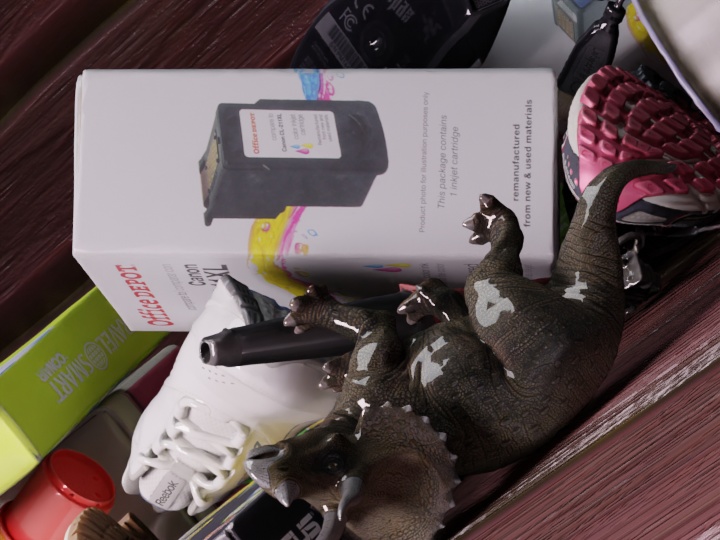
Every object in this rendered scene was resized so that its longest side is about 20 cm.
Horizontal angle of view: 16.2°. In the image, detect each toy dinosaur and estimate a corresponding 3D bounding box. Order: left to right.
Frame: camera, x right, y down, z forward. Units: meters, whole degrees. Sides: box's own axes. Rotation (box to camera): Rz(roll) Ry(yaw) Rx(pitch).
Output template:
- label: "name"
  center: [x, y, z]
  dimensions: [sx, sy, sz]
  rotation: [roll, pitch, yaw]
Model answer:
- label: "toy dinosaur"
  center: [0.040, 0.035, 0.885]
  dimensions: [0.199, 0.102, 0.077]
  rotation: [-28, -38, -18]

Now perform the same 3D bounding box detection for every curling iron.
- label: "curling iron"
  center: [0.030, 0.013, 0.969]
  dimensions: [0.199, 0.026, 0.050]
  rotation: [-8, -21, -25]

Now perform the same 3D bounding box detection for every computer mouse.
- label: "computer mouse"
  center: [0.054, -0.106, 1.137]
  dimensions: [0.046, 0.141, 0.200]
  rotation: [-9, -39, -48]

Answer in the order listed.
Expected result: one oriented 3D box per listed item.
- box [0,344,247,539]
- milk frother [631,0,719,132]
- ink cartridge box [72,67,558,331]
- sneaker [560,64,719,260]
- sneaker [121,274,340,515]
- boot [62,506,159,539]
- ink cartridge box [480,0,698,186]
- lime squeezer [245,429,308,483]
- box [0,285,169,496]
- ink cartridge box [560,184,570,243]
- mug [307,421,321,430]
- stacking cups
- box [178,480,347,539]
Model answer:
- label: "box"
  center: [-0.130, 0.132, 1.350]
  dimensions: [0.128, 0.109, 0.200]
  rotation: [-39, 2, 10]
- label: "milk frother"
  center: [0.157, -0.140, 0.783]
  dimensions: [0.188, 0.200, 0.181]
  rotation: [-39, 6, 21]
- label: "ink cartridge box"
  center: [-0.014, -0.026, 1.086]
  dimensions: [0.199, 0.083, 0.146]
  rotation: [0, -14, 5]
- label: "sneaker"
  center: [0.119, -0.035, 1.070]
  dimensions: [0.075, 0.081, 0.200]
  rotation: [-54, -9, 11]
- label: "sneaker"
  center: [-0.053, 0.061, 1.043]
  dimensions: [0.087, 0.074, 0.200]
  rotation: [-54, -1, -16]
- label: "boot"
  center: [-0.124, 0.165, 1.126]
  dimensions: [0.107, 0.075, 0.200]
  rotation: [-42, -6, -5]
- label: "ink cartridge box"
  center: [0.158, -0.124, 1.205]
  dimensions: [0.200, 0.088, 0.145]
  rotation: [-37, -33, 13]
- label: "lime squeezer"
  center: [-0.045, 0.103, 1.198]
  dimensions: [0.070, 0.038, 0.200]
  rotation: [-12, 11, 2]
- label: "box"
  center: [-0.174, 0.075, 1.203]
  dimensions: [0.122, 0.048, 0.200]
  rotation: [-38, 5, 26]
- label: "ink cartridge box"
  center: [0.112, -0.050, 1.434]
  dimensions: [0.148, 0.076, 0.200]
  rotation: [-39, 3, 16]
- label: "mug"
  center: [0.001, -0.001, 1.270]
  dimensions: [0.186, 0.153, 0.149]
  rotation: [-37, 2, 39]
- label: "stacking cups"
  center: [-0.189, 0.170, 1.227]
  dimensions: [0.200, 0.060, 0.061]
  rotation: [-56, -5, 23]
- label: "box"
  center: [-0.045, 0.115, 0.963]
  dimensions: [0.161, 0.049, 0.200]
  rotation: [-42, -1, 31]
